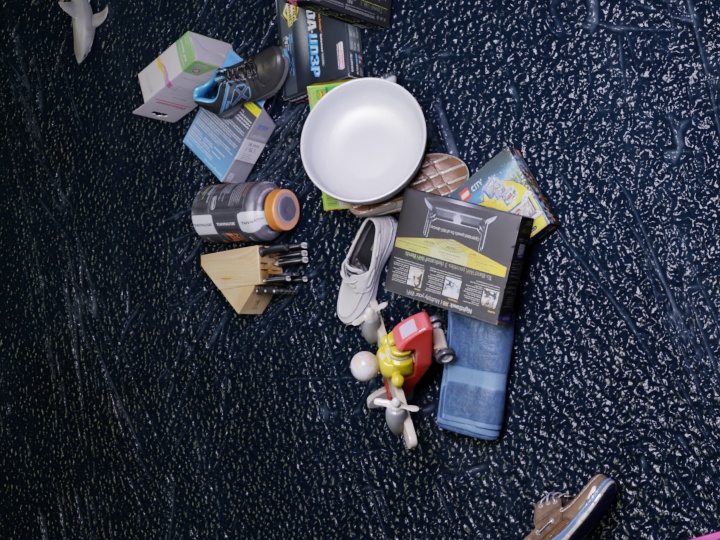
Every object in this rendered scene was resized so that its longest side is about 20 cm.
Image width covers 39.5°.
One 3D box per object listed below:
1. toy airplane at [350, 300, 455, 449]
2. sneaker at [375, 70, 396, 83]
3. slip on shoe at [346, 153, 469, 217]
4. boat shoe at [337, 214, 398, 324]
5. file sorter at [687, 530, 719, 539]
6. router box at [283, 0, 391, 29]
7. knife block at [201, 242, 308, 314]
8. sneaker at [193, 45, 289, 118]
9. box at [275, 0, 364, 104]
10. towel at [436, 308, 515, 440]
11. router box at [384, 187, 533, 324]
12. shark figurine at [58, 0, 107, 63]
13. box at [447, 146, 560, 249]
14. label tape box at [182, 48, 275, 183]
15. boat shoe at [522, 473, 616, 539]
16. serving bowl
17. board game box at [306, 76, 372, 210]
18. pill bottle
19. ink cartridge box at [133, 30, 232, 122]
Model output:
[{"bbox_3d":[0.044,0.153,1.538,0.199,0.138,0.204,-166,79,-65],"label":"toy airplane"},{"bbox_3d":[-0.006,-0.255,1.677,0.199,0.072,0.073,-41,92,25],"label":"sneaker"},{"bbox_3d":[0.075,-0.129,1.580,0.196,0.061,0.077,-19,79,6],"label":"slip on shoe"},{"bbox_3d":[0.000,0.000,1.647,0.072,0.065,0.202,41,117,31],"label":"boat shoe"},{"bbox_3d":[0.421,0.413,1.248,0.198,0.124,0.141,-29,70,34],"label":"file sorter"},{"bbox_3d":[-0.029,-0.486,1.612,0.061,0.198,0.153,10,93,43],"label":"router box"},{"bbox_3d":[-0.184,-0.018,1.805,0.200,0.063,0.177,47,115,31],"label":"knife block"},{"bbox_3d":[-0.207,-0.329,1.750,0.198,0.081,0.074,-29,66,31],"label":"sneaker"},{"bbox_3d":[-0.072,-0.408,1.744,0.157,0.046,0.205,-10,81,38],"label":"box"},{"bbox_3d":[0.174,0.147,1.513,0.110,0.048,0.205,9,93,38],"label":"towel"},{"bbox_3d":[0.143,-0.023,1.480,0.197,0.052,0.161,17,97,31],"label":"router box"},{"bbox_3d":[-0.633,-0.579,2.189,0.128,0.089,0.217,-40,66,29],"label":"shark figurine"},{"bbox_3d":[0.190,-0.070,1.518,0.199,0.037,0.138,-39,65,31],"label":"box"},{"bbox_3d":[-0.229,-0.281,1.854,0.144,0.063,0.202,44,111,32],"label":"label tape box"},{"bbox_3d":[0.278,0.350,1.402,0.072,0.072,0.202,47,116,32],"label":"boat shoe"},{"bbox_3d":[0.010,-0.189,1.541,0.196,0.066,0.204,-4,72,12],"label":"serving bowl"},{"bbox_3d":[-0.020,-0.205,1.632,0.099,0.048,0.204,-3,105,18],"label":"board game box"},{"bbox_3d":[-0.202,-0.105,1.796,0.197,0.105,0.109,0,87,39],"label":"pill bottle"},{"bbox_3d":[-0.343,-0.366,1.917,0.198,0.116,0.069,-29,70,34],"label":"ink cartridge box"}]
